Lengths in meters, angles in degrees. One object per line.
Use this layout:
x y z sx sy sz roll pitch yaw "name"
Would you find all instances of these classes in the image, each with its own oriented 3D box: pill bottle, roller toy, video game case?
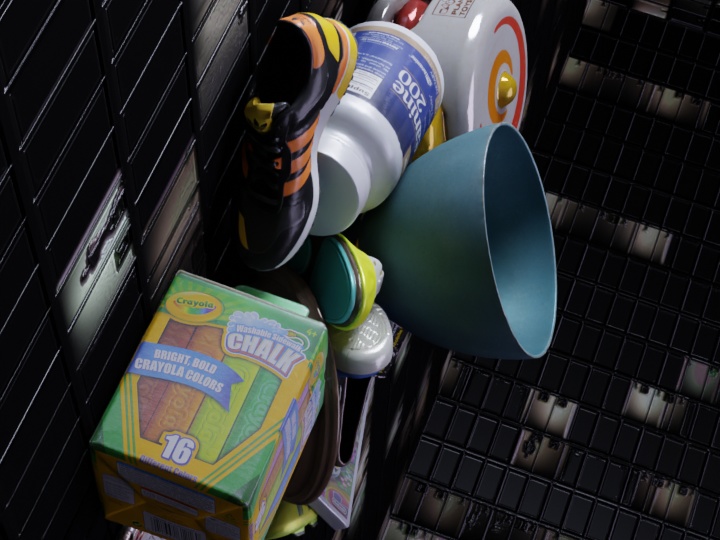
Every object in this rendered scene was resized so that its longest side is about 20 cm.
-0.007 -0.117 1.393 0.200 0.110 0.111 -61 166 -50 "pill bottle"
0.084 -0.181 1.616 0.200 0.139 0.184 13 85 -67 "roller toy"
-0.041 0.129 1.615 0.143 0.018 0.201 49 36 -36 "video game case"

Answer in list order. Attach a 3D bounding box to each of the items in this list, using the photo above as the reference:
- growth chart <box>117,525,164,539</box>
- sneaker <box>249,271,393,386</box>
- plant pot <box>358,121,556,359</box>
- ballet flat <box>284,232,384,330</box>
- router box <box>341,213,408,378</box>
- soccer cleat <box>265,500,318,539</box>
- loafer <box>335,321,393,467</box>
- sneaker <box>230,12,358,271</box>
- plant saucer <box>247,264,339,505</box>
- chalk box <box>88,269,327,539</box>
-0.145 0.183 1.403 0.200 0.018 0.145 52 57 -68 "growth chart"
-0.031 0.076 1.419 0.076 0.200 0.112 -18 117 -27 "sneaker"
0.076 -0.016 1.432 0.200 0.134 0.201 -9 90 -69 "plant pot"
-0.020 -0.002 1.375 0.200 0.067 0.067 36 -68 59 "ballet flat"
0.000 0.000 1.555 0.149 0.051 0.201 8 113 -44 "router box"
-0.061 0.193 1.627 0.200 0.064 0.084 -49 127 -59 "soccer cleat"
-0.001 0.082 1.515 0.072 0.063 0.201 4 111 -46 "loafer"
-0.067 -0.098 1.255 0.090 0.070 0.201 2 107 -65 "sneaker"
-0.070 0.095 1.383 0.200 0.029 0.201 20 -67 62 "plant saucer"
-0.099 0.092 1.227 0.124 0.124 0.201 95 15 -58 "chalk box"
